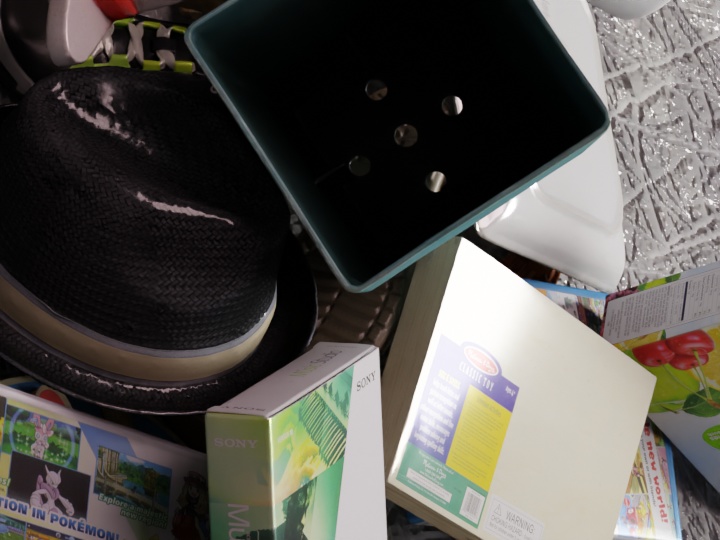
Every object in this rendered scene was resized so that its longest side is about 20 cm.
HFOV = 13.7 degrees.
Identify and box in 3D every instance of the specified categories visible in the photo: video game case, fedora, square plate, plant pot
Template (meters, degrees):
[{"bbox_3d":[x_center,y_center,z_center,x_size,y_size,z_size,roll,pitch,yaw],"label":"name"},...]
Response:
[{"bbox_3d":[-0.142,0.144,1.321,0.200,0.022,0.183,21,57,-29],"label":"video game case"},{"bbox_3d":[-0.104,-0.028,1.388,0.200,0.092,0.201,13,46,-14],"label":"fedora"},{"bbox_3d":[0.097,-0.099,1.647,0.200,0.028,0.199,21,59,-63],"label":"square plate"},{"bbox_3d":[0.019,-0.075,1.424,0.141,0.141,0.200,57,-2,6],"label":"plant pot"},{"bbox_3d":[0.096,0.075,1.642,0.200,0.018,0.144,10,67,-41],"label":"video game case"}]

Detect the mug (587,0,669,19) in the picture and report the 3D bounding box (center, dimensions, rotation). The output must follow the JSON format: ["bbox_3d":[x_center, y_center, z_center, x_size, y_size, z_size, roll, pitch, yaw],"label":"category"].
[{"bbox_3d":[0.113,-0.263,1.799,0.175,0.148,0.200,25,20,-23],"label":"mug"}]

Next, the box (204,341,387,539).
[{"bbox_3d":[-0.025,0.145,1.368,0.144,0.036,0.201,-30,119,-67],"label":"box"}]

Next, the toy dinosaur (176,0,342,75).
[{"bbox_3d":[-0.055,-0.136,1.522,0.101,0.200,0.058,8,84,-4],"label":"toy dinosaur"}]

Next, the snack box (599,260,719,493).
[{"bbox_3d":[0.245,0.072,1.680,0.200,0.142,0.053,46,43,-35],"label":"snack box"}]

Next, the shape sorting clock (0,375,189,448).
[{"bbox_3d":[-0.122,0.138,1.383,0.200,0.039,0.201,24,51,-34],"label":"shape sorting clock"}]

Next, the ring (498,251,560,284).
[{"bbox_3d":[0.048,-0.062,1.689,0.200,0.019,0.201,23,52,-33],"label":"ring"}]

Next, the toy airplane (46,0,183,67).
[{"bbox_3d":[-0.143,-0.196,1.366,0.199,0.141,0.201,6,59,-45],"label":"toy airplane"}]

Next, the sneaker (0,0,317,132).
[{"bbox_3d":[-0.099,-0.109,1.521,0.200,0.083,0.072,21,52,-35],"label":"sneaker"}]

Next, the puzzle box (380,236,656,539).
[{"bbox_3d":[0.078,0.079,1.553,0.200,0.025,0.133,35,67,-46],"label":"puzzle box"}]

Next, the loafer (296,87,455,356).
[{"bbox_3d":[0.000,0.000,1.551,0.076,0.068,0.200,21,64,15],"label":"loafer"}]

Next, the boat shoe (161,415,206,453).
[{"bbox_3d":[-0.063,0.056,1.461,0.200,0.072,0.065,44,63,-9],"label":"boat shoe"}]
